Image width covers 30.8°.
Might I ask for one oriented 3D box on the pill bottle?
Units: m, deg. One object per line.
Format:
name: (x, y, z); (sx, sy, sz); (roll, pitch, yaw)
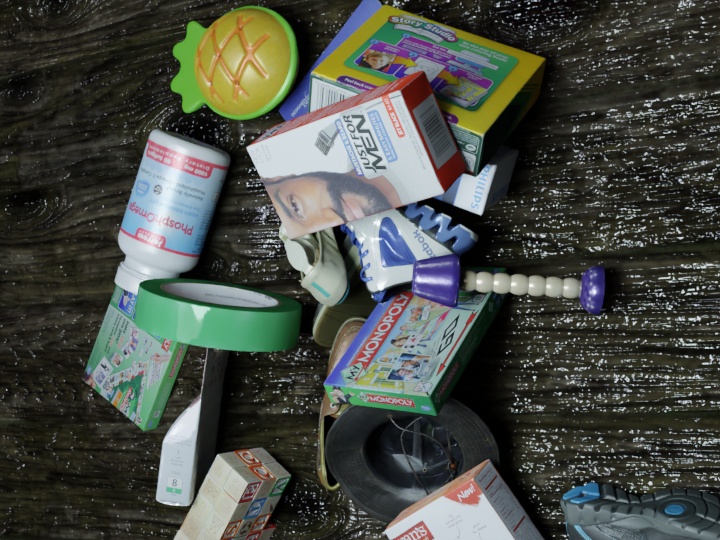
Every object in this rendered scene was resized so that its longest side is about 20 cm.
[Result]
pill bottle: (-0.243, -0.068, 1.655); (0.108, 0.108, 0.203); (22, 97, 32)

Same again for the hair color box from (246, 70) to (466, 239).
hair color box: (-0.006, -0.113, 1.317); (0.198, 0.064, 0.112); (-15, 108, 37)

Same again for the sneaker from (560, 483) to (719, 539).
sneaker: (0.300, 0.268, 1.324); (0.198, 0.073, 0.083); (2, 108, 40)

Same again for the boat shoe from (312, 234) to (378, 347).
boat shoe: (-0.001, -0.001, 1.527); (0.202, 0.071, 0.066); (-60, 36, 27)

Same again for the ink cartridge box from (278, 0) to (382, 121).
ink cartridge box: (0.000, -0.190, 1.535); (0.198, 0.047, 0.201); (-49, 67, 26)

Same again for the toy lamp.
toy lamp: (0.152, 0.015, 1.363); (0.197, 0.058, 0.059); (6, 94, 1)

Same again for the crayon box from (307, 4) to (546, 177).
crayon box: (0.071, -0.194, 1.380); (0.198, 0.173, 0.059); (22, 132, 18)

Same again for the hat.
hat: (0.061, 0.187, 1.458); (0.198, 0.081, 0.203); (6, 124, 8)

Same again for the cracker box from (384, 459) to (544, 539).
cracker box: (0.136, 0.324, 1.406); (0.134, 0.058, 0.201); (-36, 87, 30)

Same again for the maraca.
maraca: (-0.157, -0.254, 1.604); (0.198, 0.106, 0.139); (2, 85, 35)

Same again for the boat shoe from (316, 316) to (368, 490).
boat shoe: (-0.010, 0.158, 1.518); (0.071, 0.068, 0.203); (7, 102, 4)

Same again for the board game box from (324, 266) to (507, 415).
board game box: (0.064, 0.069, 1.408); (0.133, 0.201, 0.029); (3, 132, 34)

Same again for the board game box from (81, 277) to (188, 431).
board game box: (-0.292, 0.093, 1.750); (0.134, 0.029, 0.202); (33, 108, 29)

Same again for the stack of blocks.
stack of blocks: (-0.163, 0.318, 1.610); (0.058, 0.115, 0.202); (37, 110, 28)

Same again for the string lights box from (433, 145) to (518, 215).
string lights box: (0.061, -0.127, 1.417); (0.198, 0.103, 0.060); (21, 110, 15)

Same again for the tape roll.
tape roll: (-0.169, 0.051, 1.560); (0.198, 0.199, 0.049); (13, 98, 34)

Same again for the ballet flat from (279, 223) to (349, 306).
ballet flat: (-0.060, -0.035, 1.509); (0.070, 0.069, 0.201); (-57, 29, 21)

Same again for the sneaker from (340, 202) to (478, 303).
sneaker: (0.016, -0.032, 1.413); (0.198, 0.081, 0.116); (26, 86, 9)

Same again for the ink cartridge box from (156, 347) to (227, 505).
ink cartridge box: (-0.204, 0.170, 1.613); (0.049, 0.161, 0.203); (6, 96, 3)
